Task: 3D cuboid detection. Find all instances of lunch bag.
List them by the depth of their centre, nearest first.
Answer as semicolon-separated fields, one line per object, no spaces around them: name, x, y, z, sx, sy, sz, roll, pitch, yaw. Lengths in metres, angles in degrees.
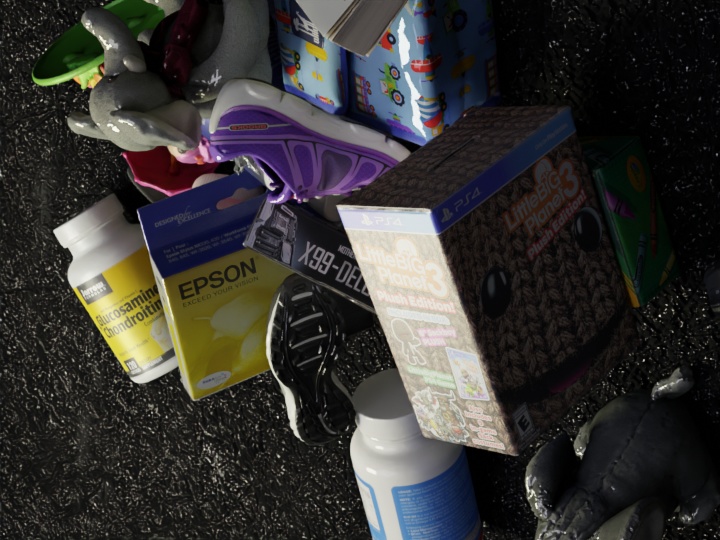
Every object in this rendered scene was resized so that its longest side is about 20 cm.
lunch bag;0.001;-0.200;1.197;0.200;0.094;0.151;19;132;37

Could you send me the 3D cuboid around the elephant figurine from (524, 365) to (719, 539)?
elephant figurine;0.195;0.197;1.232;0.141;0.200;0.155;-14;109;56

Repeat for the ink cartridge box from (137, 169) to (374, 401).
ink cartridge box;-0.091;0.002;1.416;0.047;0.197;0.200;50;156;49

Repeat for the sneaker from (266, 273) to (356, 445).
sneaker;-0.055;0.075;1.397;0.200;0.074;0.079;84;162;-45

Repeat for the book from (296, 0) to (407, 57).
book;-0.017;-0.270;1.106;0.134;0.048;0.200;-51;51;20

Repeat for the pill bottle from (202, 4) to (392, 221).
pill bottle;-0.070;-0.137;1.336;0.200;0.116;0.116;38;144;21

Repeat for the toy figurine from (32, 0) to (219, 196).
toy figurine;-0.191;-0.157;1.472;0.200;0.150;0.184;3;134;49

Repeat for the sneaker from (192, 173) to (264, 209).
sneaker;-0.097;-0.030;1.498;0.075;0.105;0.200;-15;149;35

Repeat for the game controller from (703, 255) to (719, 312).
game controller;0.330;0.020;1.058;0.104;0.042;0.200;47;150;-17

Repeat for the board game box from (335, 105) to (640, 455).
board game box;0.098;0.004;1.105;0.097;0.159;0.200;6;124;48

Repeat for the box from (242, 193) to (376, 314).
box;0.000;0.000;1.300;0.200;0.050;0.158;27;-178;-3

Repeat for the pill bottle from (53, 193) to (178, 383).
pill bottle;-0.260;0.019;1.722;0.112;0.112;0.200;-19;105;56

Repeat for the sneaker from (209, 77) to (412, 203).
sneaker;-0.033;-0.084;1.196;0.200;0.084;0.081;20;-179;-27

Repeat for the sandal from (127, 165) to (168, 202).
sandal;-0.184;-0.076;1.581;0.075;0.048;0.200;38;-178;-36

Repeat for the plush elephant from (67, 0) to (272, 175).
plush elephant;-0.159;-0.160;1.217;0.165;0.155;0.200;0;104;52

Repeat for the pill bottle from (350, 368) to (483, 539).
pill bottle;0.052;0.200;1.497;0.112;0.112;0.200;20;134;41

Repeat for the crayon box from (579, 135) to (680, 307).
crayon box;0.145;-0.042;1.205;0.200;0.058;0.119;5;123;49

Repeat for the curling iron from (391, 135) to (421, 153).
curling iron;0.036;-0.072;1.337;0.200;0.049;0.026;111;160;-57
